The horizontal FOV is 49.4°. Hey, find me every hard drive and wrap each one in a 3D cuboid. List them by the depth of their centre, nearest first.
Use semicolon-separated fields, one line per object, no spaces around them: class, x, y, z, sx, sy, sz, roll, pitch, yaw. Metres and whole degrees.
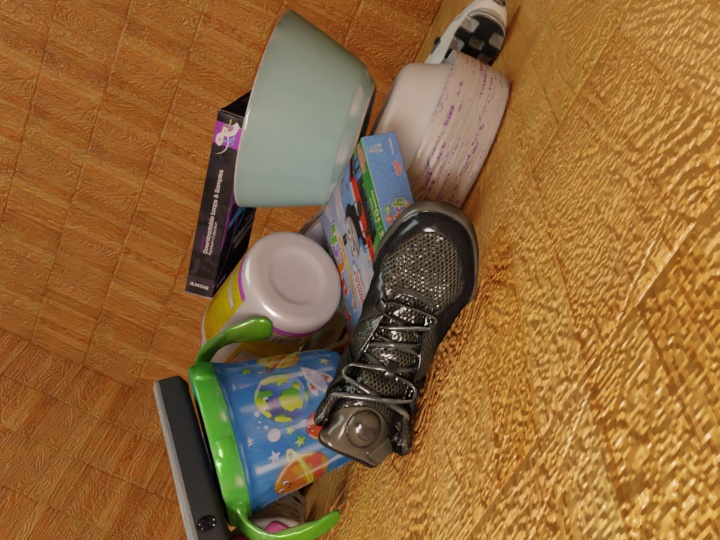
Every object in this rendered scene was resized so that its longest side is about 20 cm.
hard drive;-0.138;0.205;0.672;0.200;0.032;0.141;-125;27;-53

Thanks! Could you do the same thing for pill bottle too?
pill bottle;-0.105;0.049;0.824;0.200;0.103;0.105;-43;20;51

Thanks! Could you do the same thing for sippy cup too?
sippy cup;-0.069;0.130;0.672;0.139;0.128;0.181;169;85;-74

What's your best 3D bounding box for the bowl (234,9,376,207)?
bowl;-0.048;-0.147;0.793;0.201;0.103;0.204;18;-90;-89

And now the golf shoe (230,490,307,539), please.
golf shoe;-0.084;0.243;0.751;0.092;0.075;0.200;-64;5;-28

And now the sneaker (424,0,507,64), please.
sneaker;0.126;-0.269;0.988;0.200;0.073;0.089;-43;21;51

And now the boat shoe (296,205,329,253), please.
boat shoe;-0.014;-0.063;0.892;0.065;0.074;0.199;-9;21;49

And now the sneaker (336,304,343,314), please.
sneaker;0.000;0.000;0.978;0.201;0.079;0.131;-58;2;-38

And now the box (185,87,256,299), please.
box;-0.136;-0.088;0.847;0.143;0.036;0.202;-70;-2;-65

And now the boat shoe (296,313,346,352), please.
boat shoe;-0.057;0.081;1.028;0.201;0.066;0.074;-54;-3;-39

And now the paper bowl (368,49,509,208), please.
paper bowl;0.061;-0.127;0.799;0.201;0.103;0.203;-156;90;-84

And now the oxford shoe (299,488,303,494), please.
oxford shoe;-0.078;0.195;0.879;0.071;0.073;0.202;-84;19;-73

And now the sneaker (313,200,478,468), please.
sneaker;0.024;0.055;0.525;0.115;0.075;0.201;-76;9;-55

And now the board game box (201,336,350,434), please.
board game box;-0.106;0.176;0.929;0.198;0.026;0.201;-23;-26;-40

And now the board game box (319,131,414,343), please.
board game box;0.011;-0.013;0.720;0.200;0.036;0.154;127;130;-70
